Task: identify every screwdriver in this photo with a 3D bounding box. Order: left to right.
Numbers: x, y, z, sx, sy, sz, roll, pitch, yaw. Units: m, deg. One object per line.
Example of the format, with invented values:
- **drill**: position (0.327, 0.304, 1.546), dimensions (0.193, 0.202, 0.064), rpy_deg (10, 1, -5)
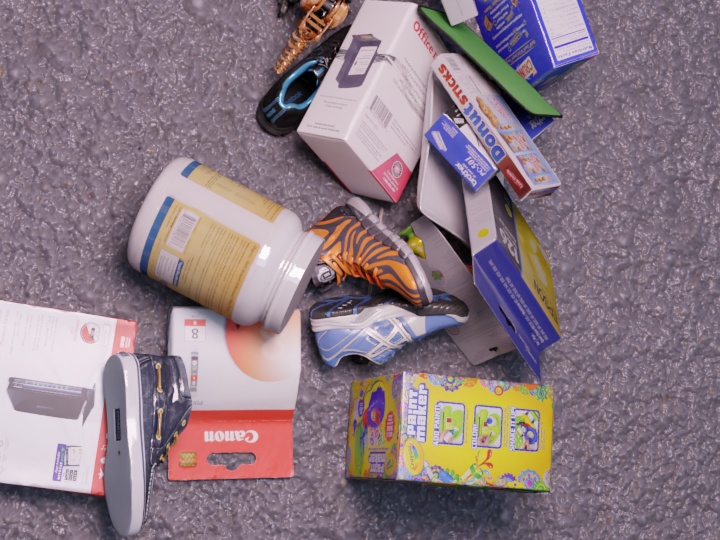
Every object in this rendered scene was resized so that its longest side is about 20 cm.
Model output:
- **screwdriver**: position (0.009, 0.018, 1.569), dimensions (0.029, 0.028, 0.204), rpy_deg (1, 79, 12)

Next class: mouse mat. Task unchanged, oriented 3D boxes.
- **mouse mat**: position (0.162, -0.255, 1.527), dimensions (0.200, 0.160, 0.008), rpy_deg (47, 110, 13)

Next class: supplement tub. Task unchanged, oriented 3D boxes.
- **supplement tub**: position (-0.154, -0.026, 1.438), dimensions (0.198, 0.145, 0.146), rpy_deg (27, 74, 3)

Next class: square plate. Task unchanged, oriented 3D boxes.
- **square plate**: position (0.125, -0.128, 1.564), dimensions (0.199, 0.028, 0.202), rpy_deg (32, 58, -50)

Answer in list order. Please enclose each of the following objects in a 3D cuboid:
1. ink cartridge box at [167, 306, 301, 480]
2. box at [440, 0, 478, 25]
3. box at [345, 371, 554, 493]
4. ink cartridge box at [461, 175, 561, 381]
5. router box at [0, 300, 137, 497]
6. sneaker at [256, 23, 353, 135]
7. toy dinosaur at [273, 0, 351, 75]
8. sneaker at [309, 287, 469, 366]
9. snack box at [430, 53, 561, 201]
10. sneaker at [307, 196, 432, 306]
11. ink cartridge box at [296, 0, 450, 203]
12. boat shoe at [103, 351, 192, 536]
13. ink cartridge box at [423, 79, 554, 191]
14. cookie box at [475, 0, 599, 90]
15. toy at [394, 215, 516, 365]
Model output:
- **ink cartridge box**: position (-0.152, 0.146, 1.485), dimensions (0.159, 0.050, 0.204), rpy_deg (2, 79, -17)
- **box**: position (0.094, -0.423, 1.549), dimensions (0.041, 0.202, 0.157), rpy_deg (-19, 126, 13)
- **box**: position (0.102, 0.196, 1.480), dimensions (0.189, 0.200, 0.124), rpy_deg (7, 80, -18)
- **ink cartridge box**: position (0.188, -0.002, 1.519), dimensions (0.198, 0.046, 0.202), rpy_deg (52, 23, -39)
- **router box**: position (-0.358, 0.147, 1.417), dimensions (0.176, 0.049, 0.204), rpy_deg (9, 80, -17)
- **sneaker**: position (-0.041, -0.245, 1.559), dimensions (0.073, 0.082, 0.200), rpy_deg (46, 70, -5)
- **toy dinosaur**: position (-0.049, -0.338, 1.530), dimensions (0.199, 0.136, 0.103), rpy_deg (-37, 110, -8)
- **sneaker**: position (0.036, 0.068, 1.520), dimensions (0.196, 0.076, 0.078), rpy_deg (-6, 106, -5)
- **snack box**: position (0.160, -0.173, 1.466), dimensions (0.071, 0.024, 0.202), rpy_deg (-12, 65, -51)
- **sneaker**: position (0.000, 0.000, 1.506), dimensions (0.111, 0.200, 0.078), rpy_deg (-32, 134, -13)
- **ink cartridge box**: position (0.027, -0.211, 1.541), dimensions (0.145, 0.083, 0.202), rpy_deg (46, 65, -49)
- **boat shoe**: position (-0.235, 0.193, 1.398), dimensions (0.090, 0.070, 0.204), rpy_deg (2, 84, -38)
- **ink cartridge box**: position (0.162, -0.176, 1.530), dimensions (0.094, 0.044, 0.200), rpy_deg (47, 37, 3)
- **cookie box**: position (0.213, -0.342, 1.610), dimensions (0.074, 0.171, 0.203), rpy_deg (-19, 89, -16)
- **toy**: position (0.123, 0.018, 1.562), dimensions (0.201, 0.115, 0.047), rpy_deg (50, 59, -6)
